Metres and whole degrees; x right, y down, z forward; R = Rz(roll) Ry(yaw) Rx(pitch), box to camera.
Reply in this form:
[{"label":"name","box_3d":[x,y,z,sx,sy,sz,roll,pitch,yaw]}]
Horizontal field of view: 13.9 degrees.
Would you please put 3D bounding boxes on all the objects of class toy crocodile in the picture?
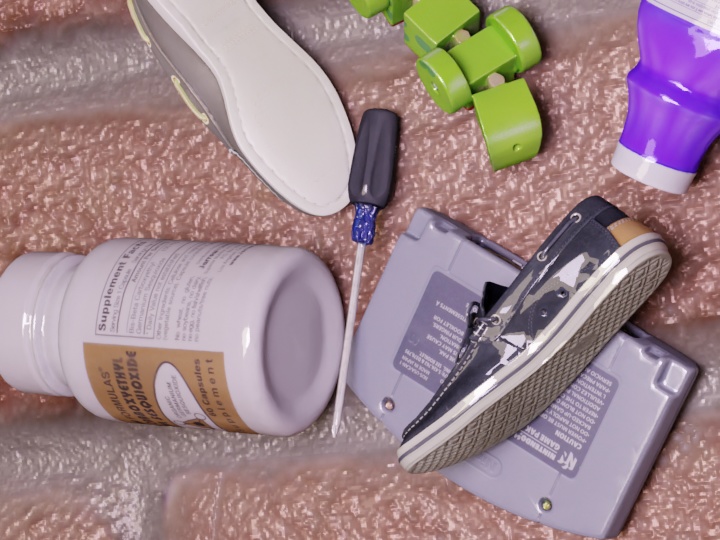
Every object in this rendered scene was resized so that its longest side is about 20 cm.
[{"label":"toy crocodile","box_3d":[0.044,-0.147,1.738,0.067,0.062,0.200,-32,70,-14]}]

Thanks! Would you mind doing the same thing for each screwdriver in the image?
[{"label":"screwdriver","box_3d":[0.000,0.000,1.756,0.029,0.028,0.200,152,127,-66]}]

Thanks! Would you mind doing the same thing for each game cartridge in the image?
[{"label":"game cartridge","box_3d":[0.088,0.066,1.733,0.200,0.041,0.133,32,103,25]}]

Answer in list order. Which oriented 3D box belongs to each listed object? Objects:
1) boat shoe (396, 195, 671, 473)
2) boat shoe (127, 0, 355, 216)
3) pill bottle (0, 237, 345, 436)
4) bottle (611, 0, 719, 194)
[{"label":"boat shoe","box_3d":[0.089,0.038,1.672,0.200,0.075,0.062,-47,65,18]},{"label":"boat shoe","box_3d":[-0.073,-0.115,1.801,0.202,0.072,0.060,55,156,3]},{"label":"pill bottle","box_3d":[-0.121,0.038,1.803,0.200,0.114,0.114,3,94,29]},{"label":"bottle","box_3d":[0.198,-0.142,1.645,0.084,0.065,0.200,28,105,26]}]
